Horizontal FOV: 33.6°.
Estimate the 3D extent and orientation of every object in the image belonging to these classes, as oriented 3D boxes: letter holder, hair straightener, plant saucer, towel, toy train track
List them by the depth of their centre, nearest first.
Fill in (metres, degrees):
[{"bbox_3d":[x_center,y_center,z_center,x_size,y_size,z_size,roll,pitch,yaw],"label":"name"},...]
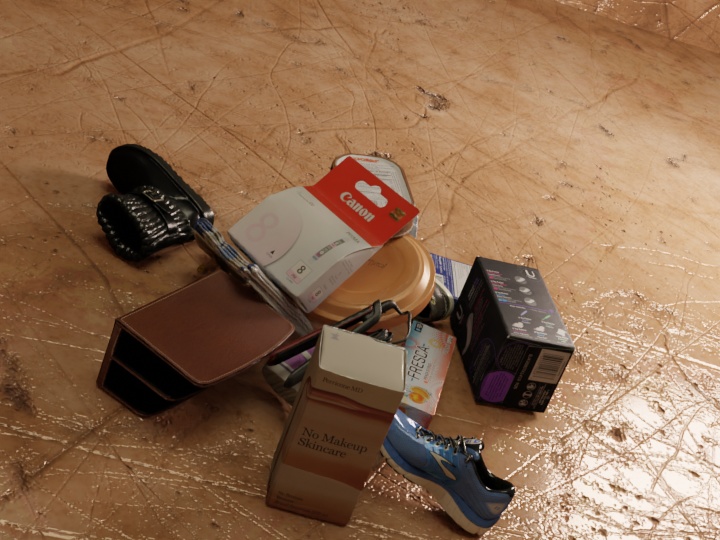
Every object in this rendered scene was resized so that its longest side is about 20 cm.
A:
[{"bbox_3d":[-0.191,0.102,1.439,0.142,0.101,0.200,34,32,17],"label":"letter holder"},{"bbox_3d":[-0.013,0.096,1.459,0.200,0.041,0.077,-24,67,-30],"label":"hair straightener"},{"bbox_3d":[-0.142,0.009,1.576,0.147,0.024,0.200,49,-6,-34],"label":"towel"},{"bbox_3d":[0.000,0.000,1.577,0.200,0.032,0.200,1,44,-1],"label":"plant saucer"},{"bbox_3d":[-0.196,0.016,1.635,0.115,0.033,0.200,44,18,-42],"label":"toy train track"}]

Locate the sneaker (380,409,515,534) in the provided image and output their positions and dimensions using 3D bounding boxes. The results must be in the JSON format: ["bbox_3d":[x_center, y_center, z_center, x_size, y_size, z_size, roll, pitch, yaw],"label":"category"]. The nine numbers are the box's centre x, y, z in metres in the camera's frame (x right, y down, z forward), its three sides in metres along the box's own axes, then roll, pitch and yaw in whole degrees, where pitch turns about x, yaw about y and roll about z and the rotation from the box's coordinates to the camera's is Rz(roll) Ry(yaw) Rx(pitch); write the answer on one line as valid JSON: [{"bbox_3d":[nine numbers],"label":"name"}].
[{"bbox_3d":[0.099,0.215,1.400,0.200,0.089,0.079,40,22,-5],"label":"sneaker"}]

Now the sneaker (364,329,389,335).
[{"bbox_3d":[0.008,0.088,1.570,0.078,0.116,0.200,16,30,-9],"label":"sneaker"}]

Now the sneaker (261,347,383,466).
[{"bbox_3d":[-0.017,0.146,1.464,0.114,0.073,0.200,-34,58,-25],"label":"sneaker"}]

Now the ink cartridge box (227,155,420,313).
[{"bbox_3d":[-0.050,-0.062,1.549,0.163,0.200,0.057,41,-8,37],"label":"ink cartridge box"}]

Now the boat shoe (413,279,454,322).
[{"bbox_3d":[0.048,0.006,1.771,0.201,0.072,0.061,37,22,21],"label":"boat shoe"}]

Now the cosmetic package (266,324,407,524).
[{"bbox_3d":[-0.027,0.173,1.322,0.103,0.200,0.087,16,29,-7],"label":"cosmetic package"}]

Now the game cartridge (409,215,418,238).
[{"bbox_3d":[-0.023,-0.030,1.669,0.200,0.041,0.133,9,72,-8],"label":"game cartridge"}]

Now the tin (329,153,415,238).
[{"bbox_3d":[0.016,-0.108,1.662,0.112,0.042,0.200,8,29,-13],"label":"tin"}]

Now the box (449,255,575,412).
[{"bbox_3d":[0.211,0.089,1.694,0.106,0.122,0.200,11,31,-17],"label":"box"}]

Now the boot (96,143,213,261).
[{"bbox_3d":[-0.327,-0.102,1.704,0.211,0.079,0.158,36,32,23],"label":"boot"}]

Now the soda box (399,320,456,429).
[{"bbox_3d":[0.072,0.148,1.568,0.068,0.064,0.200,23,29,2],"label":"soda box"}]

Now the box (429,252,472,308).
[{"bbox_3d":[0.187,0.037,1.855,0.200,0.032,0.121,15,30,-8],"label":"box"}]
